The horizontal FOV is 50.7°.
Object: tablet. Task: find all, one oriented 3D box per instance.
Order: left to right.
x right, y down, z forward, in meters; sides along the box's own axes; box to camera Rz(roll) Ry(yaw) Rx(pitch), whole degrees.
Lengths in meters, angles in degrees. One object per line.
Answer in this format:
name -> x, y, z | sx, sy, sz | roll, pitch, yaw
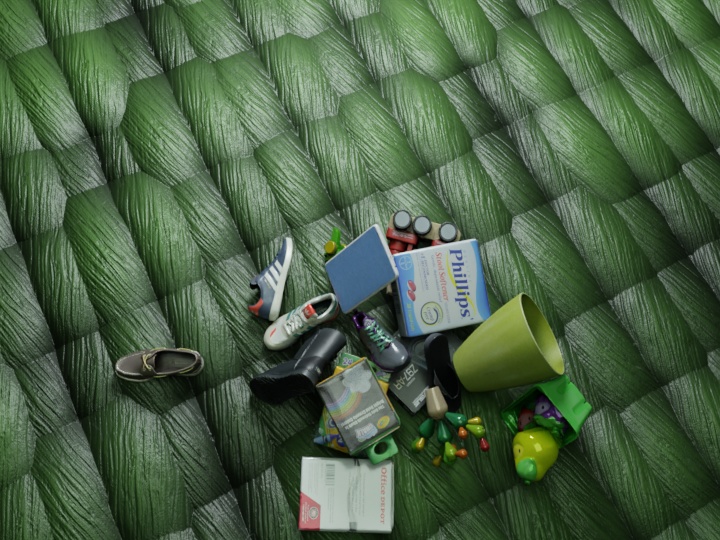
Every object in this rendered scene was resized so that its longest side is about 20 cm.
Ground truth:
tablet -> 0.000, 0.000, 1.701 | 0.014, 0.199, 0.132 | -8, 69, -45

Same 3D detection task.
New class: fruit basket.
fruit basket -> 0.374, 0.343, 1.617 | 0.214, 0.216, 0.156 | -34, 75, -15

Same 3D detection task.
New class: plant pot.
plant pot -> 0.303, 0.177, 1.628 | 0.198, 0.186, 0.190 | -29, 70, 23

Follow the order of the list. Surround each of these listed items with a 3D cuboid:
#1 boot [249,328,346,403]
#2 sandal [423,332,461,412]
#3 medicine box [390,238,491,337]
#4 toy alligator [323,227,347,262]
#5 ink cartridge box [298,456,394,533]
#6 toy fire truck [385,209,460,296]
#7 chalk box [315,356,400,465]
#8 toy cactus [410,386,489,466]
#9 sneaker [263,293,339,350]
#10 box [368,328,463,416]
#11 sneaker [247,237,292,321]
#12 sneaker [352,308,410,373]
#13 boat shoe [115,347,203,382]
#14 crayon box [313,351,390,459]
boot -> -0.136, 0.210, 1.699 | 0.077, 0.198, 0.169 | 58, 39, -17
sandal -> 0.183, 0.234, 1.666 | 0.075, 0.203, 0.043 | -31, 29, -24
medicine box -> 0.172, 0.039, 1.698 | 0.196, 0.103, 0.186 | -11, 89, -8
toy alligator -> -0.055, -0.001, 1.803 | 0.054, 0.059, 0.204 | -24, 70, 33
ink cartridge box -> -0.030, 0.476, 1.606 | 0.195, 0.084, 0.148 | 3, 70, -3
toy fire truck -> 0.133, -0.027, 1.798 | 0.173, 0.129, 0.204 | 15, 87, 7
chalk box -> 0.007, 0.298, 1.578 | 0.123, 0.124, 0.203 | -28, 85, -2
toy cactus -> 0.184, 0.332, 1.631 | 0.101, 0.199, 0.168 | -9, 80, -39
sneaker -> -0.136, 0.109, 1.732 | 0.197, 0.094, 0.071 | -28, 73, -13
box -> 0.131, 0.205, 1.738 | 0.200, 0.044, 0.160 | -42, 77, -17
sneaker -> -0.212, 0.012, 1.773 | 0.083, 0.075, 0.204 | 13, 69, -3
sneaker -> 0.036, 0.154, 1.674 | 0.074, 0.088, 0.199 | -39, 31, -11
boat shoe -> -0.452, 0.206, 1.694 | 0.195, 0.060, 0.073 | -1, 70, -4
crayon box -> -0.015, 0.294, 1.665 | 0.123, 0.052, 0.204 | 17, 85, 3
